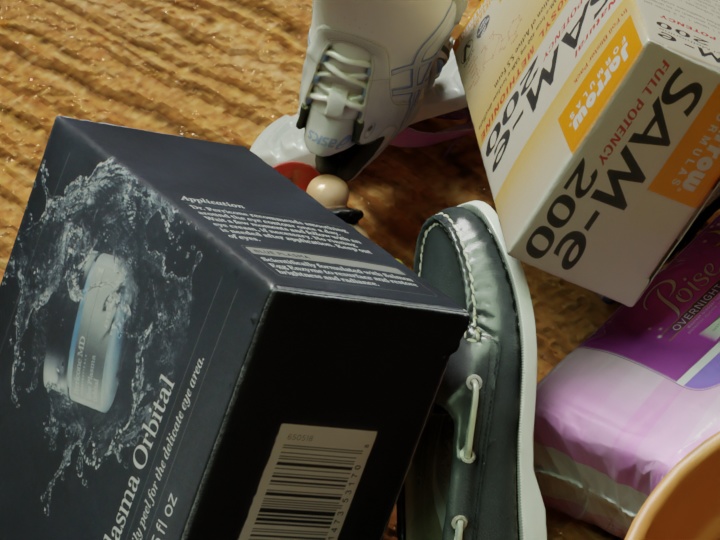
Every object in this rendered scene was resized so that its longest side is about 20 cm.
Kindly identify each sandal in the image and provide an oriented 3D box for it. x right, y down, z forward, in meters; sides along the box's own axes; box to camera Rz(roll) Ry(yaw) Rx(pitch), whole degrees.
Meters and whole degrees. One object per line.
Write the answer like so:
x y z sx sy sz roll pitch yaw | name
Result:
0.035 -0.087 1.501 0.202 0.050 0.083 -17 24 22 | sandal

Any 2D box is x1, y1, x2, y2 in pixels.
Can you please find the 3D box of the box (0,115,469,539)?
-0.079 0.060 1.242 0.117 0.197 0.200 8 19 -39 | box

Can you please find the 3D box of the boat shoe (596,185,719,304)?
0.168 -0.073 1.335 0.200 0.072 0.072 -45 81 19 | boat shoe

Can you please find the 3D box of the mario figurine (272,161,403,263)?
0.000 0.000 1.362 0.106 0.123 0.200 -47 50 -6 | mario figurine

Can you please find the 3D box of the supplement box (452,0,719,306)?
0.114 -0.095 1.277 0.073 0.126 0.200 22 27 -20 | supplement box

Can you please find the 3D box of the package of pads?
0.175 0.048 1.271 0.200 0.076 0.120 -41 45 -24 | package of pads

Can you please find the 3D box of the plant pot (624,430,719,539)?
0.212 0.164 1.080 0.199 0.140 0.200 -11 41 10 | plant pot

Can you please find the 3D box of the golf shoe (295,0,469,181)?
0.004 -0.103 1.361 0.078 0.200 0.098 22 76 11 | golf shoe

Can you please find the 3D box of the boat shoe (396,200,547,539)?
0.042 0.066 1.233 0.060 0.076 0.201 0 74 -25 | boat shoe
